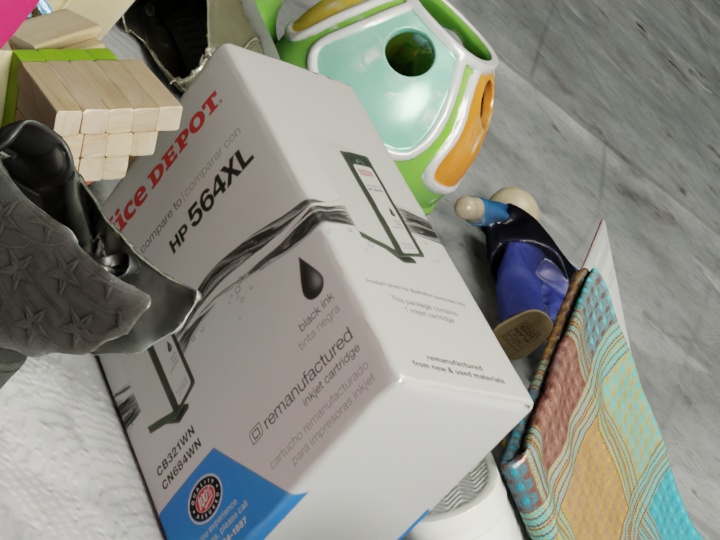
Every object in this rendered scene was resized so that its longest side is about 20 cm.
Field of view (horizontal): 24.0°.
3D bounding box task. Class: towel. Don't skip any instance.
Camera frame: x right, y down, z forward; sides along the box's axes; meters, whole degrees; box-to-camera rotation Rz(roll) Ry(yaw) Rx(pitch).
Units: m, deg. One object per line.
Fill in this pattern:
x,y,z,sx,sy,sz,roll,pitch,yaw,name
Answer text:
0.125,0.118,0.822,0.200,0.022,0.147,65,33,-30,towel

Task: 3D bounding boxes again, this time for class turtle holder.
0.005,-0.126,1.086,0.141,0.132,0.186,11,40,-53,turtle holder

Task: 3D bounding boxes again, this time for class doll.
0.113,-0.004,1.169,0.136,0.048,0.200,37,24,-20,doll

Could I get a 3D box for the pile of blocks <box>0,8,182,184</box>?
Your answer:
-0.168,-0.085,0.758,0.200,0.062,0.082,30,32,24,pile of blocks

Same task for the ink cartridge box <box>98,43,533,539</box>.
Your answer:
-0.037,0.024,0.735,0.084,0.146,0.200,14,36,-43,ink cartridge box

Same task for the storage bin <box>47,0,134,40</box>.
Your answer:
-0.227,-0.223,0.907,0.199,0.094,0.200,5,45,-58,storage bin

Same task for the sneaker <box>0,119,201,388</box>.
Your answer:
-0.154,-0.029,0.681,0.060,0.104,0.200,5,45,-57,sneaker

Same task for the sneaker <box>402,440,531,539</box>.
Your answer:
0.046,0.112,0.820,0.200,0.074,0.116,-91,162,-65,sneaker

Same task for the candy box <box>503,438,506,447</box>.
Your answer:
-0.005,0.047,0.906,0.200,0.026,0.102,19,38,-46,candy box

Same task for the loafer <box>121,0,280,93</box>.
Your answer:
-0.112,-0.176,1.046,0.070,0.075,0.200,20,32,-53,loafer

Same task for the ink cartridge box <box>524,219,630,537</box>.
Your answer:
0.120,0.083,0.924,0.200,0.044,0.174,-51,128,-67,ink cartridge box

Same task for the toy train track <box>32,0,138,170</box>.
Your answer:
-0.145,-0.085,0.820,0.115,0.033,0.200,18,-39,60,toy train track

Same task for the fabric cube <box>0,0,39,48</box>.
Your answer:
-0.240,-0.068,0.480,0.196,0.199,0.200,44,22,-4,fabric cube
